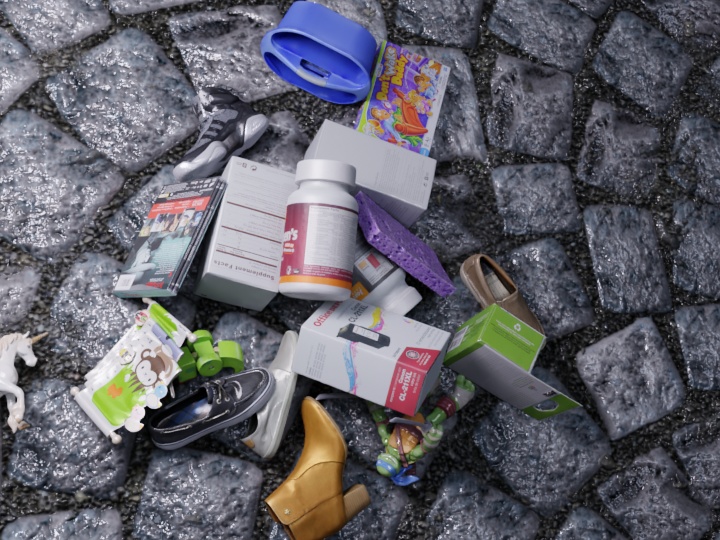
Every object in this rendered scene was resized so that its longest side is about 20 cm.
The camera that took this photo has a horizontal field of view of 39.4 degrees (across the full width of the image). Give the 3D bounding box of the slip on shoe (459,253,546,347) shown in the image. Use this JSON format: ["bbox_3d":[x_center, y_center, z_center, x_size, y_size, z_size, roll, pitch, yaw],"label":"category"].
[{"bbox_3d":[0.249,0.055,1.713,0.076,0.061,0.200,-32,84,-25],"label":"slip on shoe"}]

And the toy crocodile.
[{"bbox_3d":[-0.272,0.143,1.512,0.200,0.062,0.068,-14,46,-20],"label":"toy crocodile"}]

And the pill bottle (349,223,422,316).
[{"bbox_3d":[0.000,0.000,1.618,0.116,0.116,0.200,-39,87,-25],"label":"pill bottle"}]

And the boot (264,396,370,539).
[{"bbox_3d":[-0.084,0.306,1.512,0.144,0.071,0.201,-26,86,-25],"label":"boot"}]

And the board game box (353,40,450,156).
[{"bbox_3d":[0.071,-0.292,1.779,0.134,0.045,0.200,20,67,-11],"label":"board game box"}]

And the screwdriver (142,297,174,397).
[{"bbox_3d":[-0.295,0.112,1.491,0.028,0.029,0.200,-10,53,-16],"label":"screwdriver"}]

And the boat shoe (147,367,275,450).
[{"bbox_3d":[-0.222,0.193,1.479,0.200,0.066,0.070,-24,56,-7],"label":"boat shoe"}]

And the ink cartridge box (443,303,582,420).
[{"bbox_3d":[0.255,0.155,1.634,0.200,0.148,0.076,32,64,-7],"label":"ink cartridge box"}]

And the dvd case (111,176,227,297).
[{"bbox_3d":[-0.291,-0.050,1.530,0.022,0.146,0.200,42,58,-38],"label":"dvd case"}]

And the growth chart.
[{"bbox_3d":[-0.325,0.143,1.454,0.145,0.018,0.200,29,73,30],"label":"growth chart"}]

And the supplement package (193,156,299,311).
[{"bbox_3d":[-0.178,-0.055,1.576,0.117,0.117,0.200,16,68,-15],"label":"supplement package"}]

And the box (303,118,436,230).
[{"bbox_3d":[0.006,-0.150,1.666,0.200,0.124,0.098,19,65,-12],"label":"box"}]

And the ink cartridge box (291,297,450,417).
[{"bbox_3d":[0.016,0.122,1.510,0.200,0.083,0.146,19,26,12],"label":"ink cartridge box"}]

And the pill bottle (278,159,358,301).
[{"bbox_3d":[-0.060,-0.059,1.508,0.109,0.110,0.200,7,82,-16],"label":"pill bottle"}]

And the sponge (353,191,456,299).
[{"bbox_3d":[0.069,-0.039,1.623,0.200,0.030,0.112,35,20,-37],"label":"sponge"}]

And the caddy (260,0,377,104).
[{"bbox_3d":[-0.069,-0.359,1.704,0.200,0.141,0.105,25,61,-9],"label":"caddy"}]

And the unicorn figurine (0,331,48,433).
[{"bbox_3d":[-0.515,0.170,1.408,0.200,0.074,0.137,-23,70,-18],"label":"unicorn figurine"}]

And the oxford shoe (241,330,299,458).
[{"bbox_3d":[-0.136,0.184,1.535,0.058,0.075,0.200,19,72,-15],"label":"oxford shoe"}]

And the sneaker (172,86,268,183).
[{"bbox_3d":[-0.251,-0.225,1.632,0.114,0.075,0.200,48,55,4],"label":"sneaker"}]

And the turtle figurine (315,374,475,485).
[{"bbox_3d":[0.079,0.211,1.552,0.194,0.144,0.200,-44,105,-34],"label":"turtle figurine"}]
